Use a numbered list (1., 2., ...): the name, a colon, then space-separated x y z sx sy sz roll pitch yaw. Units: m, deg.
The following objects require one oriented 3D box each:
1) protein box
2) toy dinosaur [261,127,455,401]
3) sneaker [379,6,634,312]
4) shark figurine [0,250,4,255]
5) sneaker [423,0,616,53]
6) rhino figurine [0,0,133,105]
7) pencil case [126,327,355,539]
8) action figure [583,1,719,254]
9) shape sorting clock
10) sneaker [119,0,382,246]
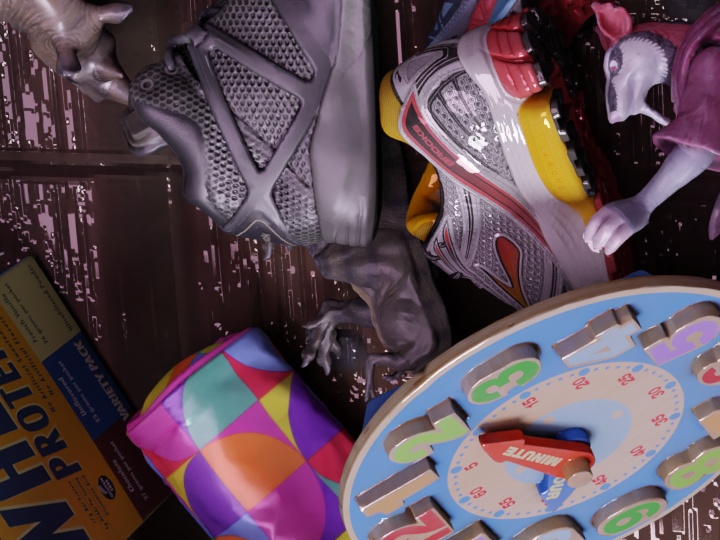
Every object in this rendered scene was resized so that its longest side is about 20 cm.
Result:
1. protein box: -0.228 0.122 1.239 0.200 0.199 0.135 -30 96 26
2. toy dinosaur: 0.000 0.000 1.199 0.088 0.047 0.200 -16 84 39
3. sneaker: 0.065 -0.024 1.123 0.082 0.078 0.200 -13 130 15
4. shark figurine: -0.245 -0.064 1.182 0.089 0.128 0.215 27 147 42
5. sneaker: 0.070 -0.162 1.118 0.096 0.079 0.200 40 116 26
6. rhino figurine: -0.167 -0.137 1.189 0.200 0.060 0.087 42 160 2
7. pencil case: -0.018 0.118 1.228 0.088 0.088 0.200 -39 93 26
8. action figure: 0.177 -0.054 1.069 0.200 0.134 0.149 37 112 5
9. shape sorting clock: 0.086 0.072 1.125 0.200 0.200 0.039 -38 52 26
10. sneaker: -0.048 -0.110 1.141 0.114 0.076 0.200 0 95 2
